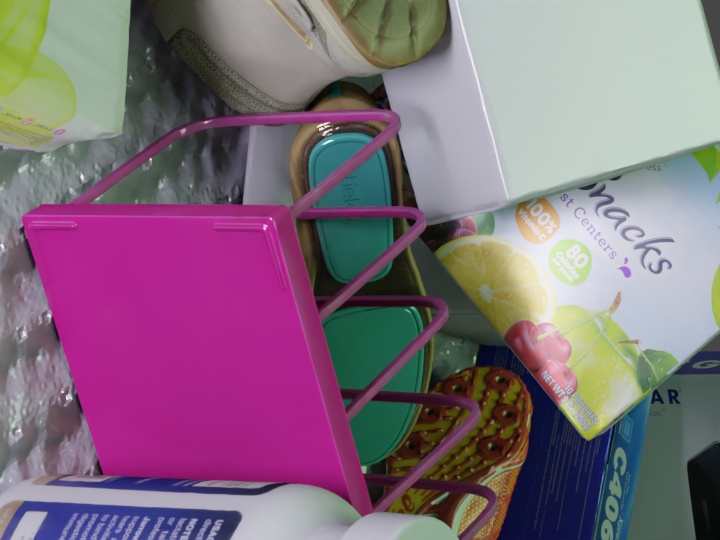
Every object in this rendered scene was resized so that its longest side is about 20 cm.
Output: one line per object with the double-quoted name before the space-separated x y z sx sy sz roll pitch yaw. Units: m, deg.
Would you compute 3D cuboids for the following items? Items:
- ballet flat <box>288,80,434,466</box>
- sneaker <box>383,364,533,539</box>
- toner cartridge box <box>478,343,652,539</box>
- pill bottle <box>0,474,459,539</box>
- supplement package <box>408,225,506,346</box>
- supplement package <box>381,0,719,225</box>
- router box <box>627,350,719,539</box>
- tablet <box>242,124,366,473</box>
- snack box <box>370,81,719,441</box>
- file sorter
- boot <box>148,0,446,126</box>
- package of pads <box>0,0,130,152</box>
"ballet flat" 0.000 0.000 1.181 0.063 0.068 0.201 -101 -172 -57
"sneaker" 0.040 0.139 1.292 0.077 0.072 0.201 80 29 -57
"toner cartridge box" 0.111 0.078 1.365 0.043 0.094 0.202 41 56 -51
"pill bottle" -0.058 0.143 0.990 0.115 0.199 0.117 3 87 -57
"supplement package" 0.094 -0.065 1.317 0.121 0.119 0.202 17 75 -56
"supplement package" 0.070 -0.134 1.089 0.116 0.117 0.202 -15 91 -19
"router box" 0.223 0.139 1.447 0.049 0.199 0.181 -28 111 -55
"tablet" -0.024 0.018 1.225 0.130 0.014 0.202 21 71 -56
"snack box" 0.103 -0.039 1.199 0.200 0.142 0.053 50 10 9
"file sorter" -0.034 0.041 1.081 0.125 0.138 0.201 -39 122 -46
"boot" -0.056 -0.163 1.067 0.072 0.154 0.201 -33 96 -26
"package of pads" -0.164 -0.136 0.951 0.199 0.068 0.156 15 76 -57
